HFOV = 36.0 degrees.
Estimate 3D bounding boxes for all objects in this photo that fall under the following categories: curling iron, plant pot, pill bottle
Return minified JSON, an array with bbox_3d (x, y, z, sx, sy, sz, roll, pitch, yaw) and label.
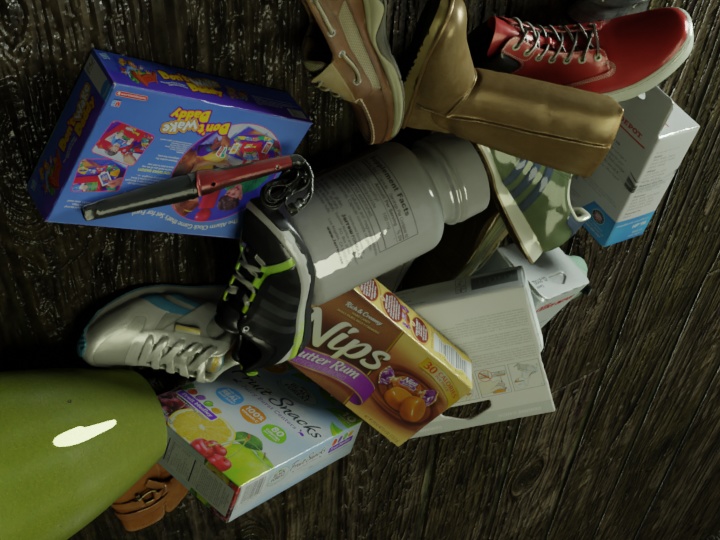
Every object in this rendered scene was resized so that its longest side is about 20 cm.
[{"bbox_3d":[-0.126,-0.062,0.900,0.199,0.050,0.026,-9,171,-25],"label":"curling iron"},{"bbox_3d":[-0.285,0.163,1.009,0.200,0.187,0.188,-19,145,-39],"label":"plant pot"},{"bbox_3d":[0.017,-0.058,1.058,0.199,0.114,0.115,-26,146,-16],"label":"pill bottle"}]

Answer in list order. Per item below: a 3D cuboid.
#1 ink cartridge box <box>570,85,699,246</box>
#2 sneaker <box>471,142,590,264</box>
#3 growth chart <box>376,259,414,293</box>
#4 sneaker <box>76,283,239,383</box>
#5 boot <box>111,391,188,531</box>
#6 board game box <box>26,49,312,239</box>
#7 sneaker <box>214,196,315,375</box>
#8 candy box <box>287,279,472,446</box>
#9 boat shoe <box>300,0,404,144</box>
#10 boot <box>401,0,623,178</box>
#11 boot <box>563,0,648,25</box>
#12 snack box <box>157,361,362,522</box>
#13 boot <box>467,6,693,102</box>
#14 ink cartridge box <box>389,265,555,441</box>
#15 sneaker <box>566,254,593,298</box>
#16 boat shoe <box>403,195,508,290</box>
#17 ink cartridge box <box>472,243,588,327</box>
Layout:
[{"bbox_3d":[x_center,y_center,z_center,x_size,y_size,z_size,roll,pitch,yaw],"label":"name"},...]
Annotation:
[{"bbox_3d":[0.289,-0.140,1.210,0.066,0.116,0.200,-15,142,-30],"label":"ink cartridge box"},{"bbox_3d":[0.171,-0.107,1.130,0.090,0.067,0.201,-28,118,1],"label":"sneaker"},{"bbox_3d":[0.000,0.000,1.198,0.144,0.018,0.200,5,129,-40],"label":"growth chart"},{"bbox_3d":[-0.172,0.064,1.065,0.199,0.081,0.077,-7,139,-36],"label":"sneaker"},{"bbox_3d":[-0.266,0.226,1.190,0.200,0.077,0.156,-32,145,-33],"label":"boot"},{"bbox_3d":[-0.153,-0.096,0.912,0.200,0.045,0.135,4,129,-46],"label":"board game box"},{"bbox_3d":[-0.091,0.027,0.998,0.083,0.072,0.201,-30,140,-25],"label":"sneaker"},{"bbox_3d":[0.009,0.083,1.165,0.200,0.057,0.117,40,116,-20],"label":"candy box"},{"bbox_3d":[-0.016,-0.184,0.915,0.074,0.076,0.200,-25,138,-9],"label":"boat shoe"},{"bbox_3d":[0.137,-0.163,0.981,0.199,0.066,0.175,14,154,-5],"label":"boot"},{"bbox_3d":[0.224,-0.278,1.025,0.199,0.070,0.132,-3,142,-34],"label":"boot"},{"bbox_3d":[-0.114,0.163,1.143,0.200,0.142,0.053,-18,138,-52],"label":"snack box"},{"bbox_3d":[0.195,-0.208,1.022,0.199,0.073,0.144,-17,155,30],"label":"boot"},{"bbox_3d":[0.102,0.095,1.223,0.199,0.044,0.174,-12,122,12],"label":"ink cartridge box"},{"bbox_3d":[0.223,0.060,1.443,0.118,0.074,0.201,-5,137,-44],"label":"sneaker"},{"bbox_3d":[0.128,-0.040,1.229,0.063,0.073,0.201,22,109,-48],"label":"boat shoe"},{"bbox_3d":[0.156,0.057,1.317,0.200,0.083,0.146,-49,162,29],"label":"ink cartridge box"}]
